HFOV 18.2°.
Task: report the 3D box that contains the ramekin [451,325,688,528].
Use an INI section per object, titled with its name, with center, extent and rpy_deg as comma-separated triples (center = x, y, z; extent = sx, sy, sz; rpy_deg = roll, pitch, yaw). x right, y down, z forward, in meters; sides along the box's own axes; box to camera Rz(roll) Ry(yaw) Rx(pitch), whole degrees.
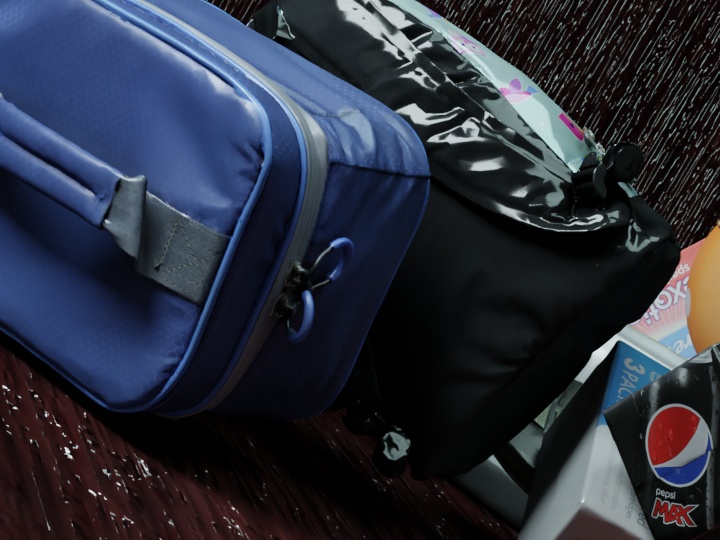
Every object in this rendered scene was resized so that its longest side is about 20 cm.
[ramekin]
center = 0.135, 0.090, 1.169
extent = 0.199, 0.105, 0.200
rpy_deg = 31, 5, -3

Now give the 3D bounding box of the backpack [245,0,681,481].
[backpack]
center = 0.020, -0.027, 0.953
extent = 0.200, 0.167, 0.127
rpy_deg = 48, 3, 21

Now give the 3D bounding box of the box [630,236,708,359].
[box]
center = 0.198, 0.046, 1.333
extent = 0.095, 0.199, 0.103
rpy_deg = 66, 16, 16

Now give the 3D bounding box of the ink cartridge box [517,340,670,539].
[ink cartridge box]
center = 0.167, 0.130, 0.930
extent = 0.199, 0.068, 0.115
rpy_deg = 30, 36, -6

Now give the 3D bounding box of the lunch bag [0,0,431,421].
[lunch bag]
center = -0.081, -0.028, 0.846
extent = 0.199, 0.137, 0.132
rpy_deg = 31, 14, 33

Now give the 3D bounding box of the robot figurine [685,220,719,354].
[robot figurine]
center = 0.237, 0.019, 1.148
extent = 0.116, 0.145, 0.200
rpy_deg = 17, 3, 32

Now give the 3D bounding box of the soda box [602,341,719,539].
[soda box]
center = 0.194, 0.061, 0.902
extent = 0.199, 0.071, 0.064
rpy_deg = -5, 67, -42

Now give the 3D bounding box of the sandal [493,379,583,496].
[sandal]
center = 0.119, 0.128, 1.003
extent = 0.201, 0.057, 0.080
rpy_deg = 49, 39, 12
